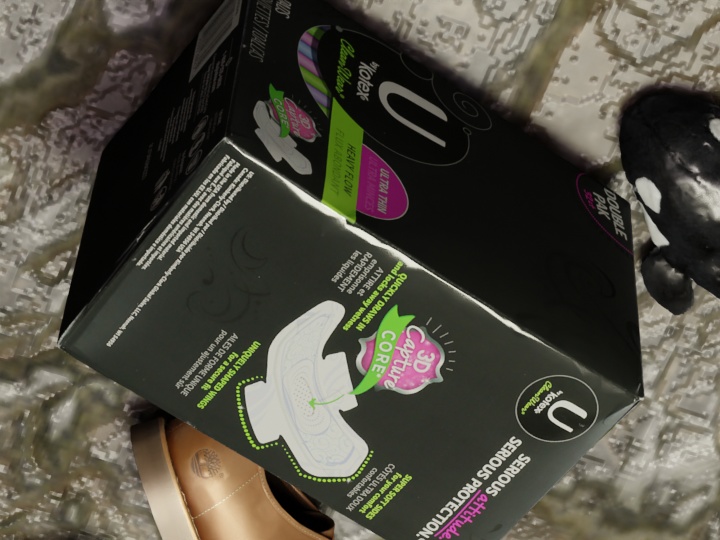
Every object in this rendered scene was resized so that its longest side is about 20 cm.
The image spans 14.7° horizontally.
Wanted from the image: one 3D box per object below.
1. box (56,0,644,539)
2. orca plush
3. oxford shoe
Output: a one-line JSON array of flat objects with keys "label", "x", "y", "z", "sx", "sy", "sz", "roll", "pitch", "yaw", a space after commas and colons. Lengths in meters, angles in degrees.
[{"label": "box", "x": 0.000, "y": 0.000, "z": 1.140, "sx": 0.200, "sy": 0.149, "sz": 0.124, "roll": 33, "pitch": 120, "yaw": -17}, {"label": "orca plush", "x": 0.181, "y": 0.012, "z": 1.205, "sx": 0.105, "sy": 0.071, "sz": 0.200, "roll": -23, "pitch": 116, "yaw": 9}, {"label": "oxford shoe", "x": -0.037, "y": 0.148, "z": 1.267, "sx": 0.071, "sy": 0.071, "sz": 0.200, "roll": -20, "pitch": 116, "yaw": 1}]
